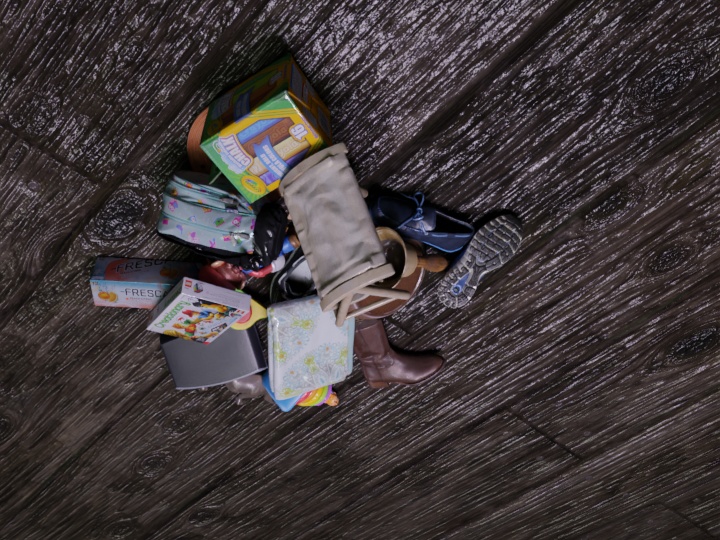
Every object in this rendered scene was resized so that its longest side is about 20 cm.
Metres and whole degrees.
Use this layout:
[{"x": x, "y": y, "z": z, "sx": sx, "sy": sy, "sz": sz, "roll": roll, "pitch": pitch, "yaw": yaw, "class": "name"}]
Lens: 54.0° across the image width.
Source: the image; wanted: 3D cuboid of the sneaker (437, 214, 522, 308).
[{"x": 0.212, "y": -0.026, "z": 1.286, "sx": 0.078, "sy": 0.089, "sz": 0.200, "roll": 42, "pitch": 103, "yaw": -7, "class": "sneaker"}]

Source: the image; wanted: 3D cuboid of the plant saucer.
[{"x": 0.045, "y": 0.006, "z": 1.263, "sx": 0.197, "sy": 0.034, "sz": 0.204, "roll": -18, "pitch": 125, "yaw": -27, "class": "plant saucer"}]

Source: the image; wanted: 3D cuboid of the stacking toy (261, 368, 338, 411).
[{"x": -0.103, "y": 0.250, "z": 1.503, "sx": 0.110, "sy": 0.116, "sz": 0.199, "roll": -50, "pitch": 138, "yaw": 2, "class": "stacking toy"}]

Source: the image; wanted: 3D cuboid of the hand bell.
[{"x": 0.097, "y": -0.016, "z": 1.220, "sx": 0.198, "sy": 0.105, "sz": 0.104, "roll": 3, "pitch": 141, "yaw": -49, "class": "hand bell"}]

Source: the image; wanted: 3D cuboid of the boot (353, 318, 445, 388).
[{"x": 0.064, "y": 0.151, "z": 1.445, "sx": 0.183, "sy": 0.065, "sz": 0.202, "roll": -17, "pitch": 126, "yaw": 11, "class": "boot"}]

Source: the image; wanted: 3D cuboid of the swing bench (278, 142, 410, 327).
[{"x": -0.029, "y": -0.044, "z": 1.044, "sx": 0.128, "sy": 0.202, "sz": 0.200, "roll": -22, "pitch": 164, "yaw": 5, "class": "swing bench"}]

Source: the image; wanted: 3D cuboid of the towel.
[{"x": -0.092, "y": 0.139, "z": 1.338, "sx": 0.169, "sy": 0.048, "sz": 0.204, "roll": -14, "pitch": 120, "yaw": -28, "class": "towel"}]

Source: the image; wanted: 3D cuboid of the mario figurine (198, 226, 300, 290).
[{"x": -0.207, "y": -0.037, "z": 1.266, "sx": 0.198, "sy": 0.106, "sz": 0.125, "roll": -31, "pitch": 91, "yaw": 11, "class": "mario figurine"}]

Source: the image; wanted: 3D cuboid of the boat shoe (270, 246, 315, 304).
[{"x": -0.121, "y": 0.022, "z": 1.315, "sx": 0.074, "sy": 0.061, "sz": 0.202, "roll": 14, "pitch": 130, "yaw": -15, "class": "boat shoe"}]

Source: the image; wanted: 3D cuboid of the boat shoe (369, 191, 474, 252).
[{"x": 0.109, "y": -0.094, "z": 1.217, "sx": 0.197, "sy": 0.086, "sz": 0.068, "roll": 11, "pitch": 152, "yaw": -30, "class": "boat shoe"}]

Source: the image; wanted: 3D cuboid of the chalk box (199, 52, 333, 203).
[{"x": -0.154, "y": -0.200, "z": 1.047, "sx": 0.198, "sy": 0.126, "sz": 0.124, "roll": -26, "pitch": 128, "yaw": 17, "class": "chalk box"}]

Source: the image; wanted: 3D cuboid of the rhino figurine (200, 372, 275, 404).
[{"x": -0.237, "y": 0.245, "z": 1.509, "sx": 0.198, "sy": 0.060, "sz": 0.088, "roll": 25, "pitch": 128, "yaw": -22, "class": "rhino figurine"}]

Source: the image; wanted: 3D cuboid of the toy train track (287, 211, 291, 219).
[{"x": -0.031, "y": -0.094, "z": 1.231, "sx": 0.196, "sy": 0.033, "sz": 0.115, "roll": 8, "pitch": 149, "yaw": -21, "class": "toy train track"}]

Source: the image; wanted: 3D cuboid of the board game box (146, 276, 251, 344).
[{"x": -0.294, "y": 0.076, "z": 1.269, "sx": 0.124, "sy": 0.035, "sz": 0.199, "roll": 18, "pitch": 149, "yaw": -27, "class": "board game box"}]

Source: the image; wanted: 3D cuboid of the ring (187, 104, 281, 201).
[{"x": -0.182, "y": -0.194, "z": 1.148, "sx": 0.196, "sy": 0.019, "sz": 0.203, "roll": -1, "pitch": 133, "yaw": -1, "class": "ring"}]

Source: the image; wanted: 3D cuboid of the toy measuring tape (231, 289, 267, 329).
[{"x": -0.201, "y": 0.099, "z": 1.359, "sx": 0.199, "sy": 0.074, "sz": 0.074, "roll": 37, "pitch": 122, "yaw": -15, "class": "toy measuring tape"}]

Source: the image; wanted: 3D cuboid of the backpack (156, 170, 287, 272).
[{"x": -0.221, "y": -0.081, "z": 1.128, "sx": 0.196, "sy": 0.167, "sz": 0.129, "roll": 15, "pitch": 93, "yaw": 1, "class": "backpack"}]

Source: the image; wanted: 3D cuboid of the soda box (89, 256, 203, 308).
[{"x": -0.390, "y": 0.025, "z": 1.303, "sx": 0.196, "sy": 0.064, "sz": 0.069, "roll": 3, "pitch": 133, "yaw": -7, "class": "soda box"}]

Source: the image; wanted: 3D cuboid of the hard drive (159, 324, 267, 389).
[{"x": -0.297, "y": 0.168, "z": 1.417, "sx": 0.196, "sy": 0.042, "sz": 0.137, "roll": -13, "pitch": 105, "yaw": 7, "class": "hard drive"}]
